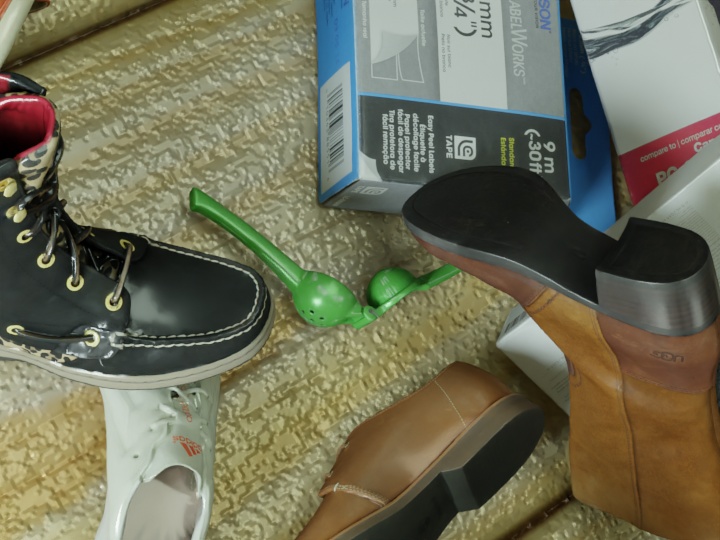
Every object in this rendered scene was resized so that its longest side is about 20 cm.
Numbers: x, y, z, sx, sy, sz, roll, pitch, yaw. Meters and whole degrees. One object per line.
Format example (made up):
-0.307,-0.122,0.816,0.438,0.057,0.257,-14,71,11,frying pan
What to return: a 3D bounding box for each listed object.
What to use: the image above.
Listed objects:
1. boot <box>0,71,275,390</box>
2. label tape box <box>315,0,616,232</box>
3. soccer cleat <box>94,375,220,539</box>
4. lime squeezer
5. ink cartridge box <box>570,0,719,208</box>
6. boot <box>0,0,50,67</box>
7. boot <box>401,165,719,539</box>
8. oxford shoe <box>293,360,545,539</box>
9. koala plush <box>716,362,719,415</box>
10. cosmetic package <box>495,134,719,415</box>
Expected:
-0.140,-0.017,0.746,0.199,0.151,0.073,8,55,4,boot
0.076,-0.104,0.948,0.199,0.063,0.145,4,74,-23,label tape box
-0.099,0.081,0.808,0.069,0.078,0.201,9,72,-22,soccer cleat
0.000,0.000,0.903,0.199,0.038,0.071,4,55,-23,lime squeezer
0.208,-0.134,0.979,0.145,0.084,0.201,-4,75,-50,ink cartridge box
-0.203,-0.186,0.846,0.107,0.075,0.201,25,75,-19,boot
0.116,0.046,0.871,0.069,0.188,0.200,-52,142,-36,boot
0.004,0.123,0.860,0.200,0.071,0.071,-38,56,-21,oxford shoe
0.272,0.046,0.938,0.183,0.177,0.201,23,71,-4,koala plush
0.175,0.001,0.892,0.083,0.200,0.051,45,28,-5,cosmetic package
